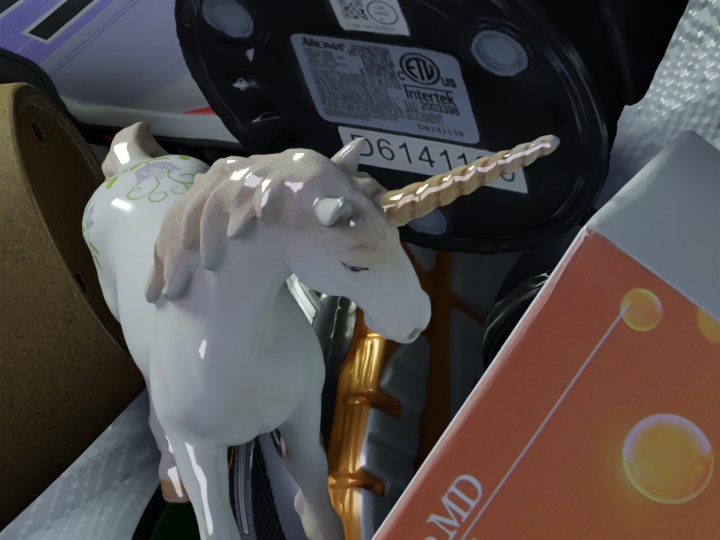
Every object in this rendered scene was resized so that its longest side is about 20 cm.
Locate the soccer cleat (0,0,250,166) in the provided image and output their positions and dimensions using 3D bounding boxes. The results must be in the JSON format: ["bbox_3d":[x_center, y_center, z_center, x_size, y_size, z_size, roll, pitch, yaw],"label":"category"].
[{"bbox_3d":[-0.085,-0.075,0.801,0.068,0.199,0.074,-14,68,58],"label":"soccer cleat"}]

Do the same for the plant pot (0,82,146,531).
[{"bbox_3d":[-0.165,0.029,0.742,0.199,0.186,0.187,-26,61,10],"label":"plant pot"}]

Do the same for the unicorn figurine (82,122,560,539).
[{"bbox_3d":[-0.029,0.017,0.626,0.200,0.073,0.138,29,137,52],"label":"unicorn figurine"}]

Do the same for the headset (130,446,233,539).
[{"bbox_3d":[-0.018,0.138,0.796,0.123,0.094,0.201,-38,42,29],"label":"headset"}]

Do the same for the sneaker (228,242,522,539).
[{"bbox_3d":[0.000,0.000,0.754,0.077,0.078,0.201,-8,59,39],"label":"sneaker"}]

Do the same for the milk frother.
[{"bbox_3d":[0.069,-0.076,0.692,0.179,0.201,0.189,21,57,13],"label":"milk frother"}]

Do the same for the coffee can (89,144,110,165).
[{"bbox_3d":[-0.159,-0.082,0.879,0.146,0.199,0.148,-12,74,45],"label":"coffee can"}]

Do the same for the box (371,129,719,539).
[{"bbox_3d":[0.109,0.084,0.564,0.199,0.097,0.125,37,114,8],"label":"box"}]
